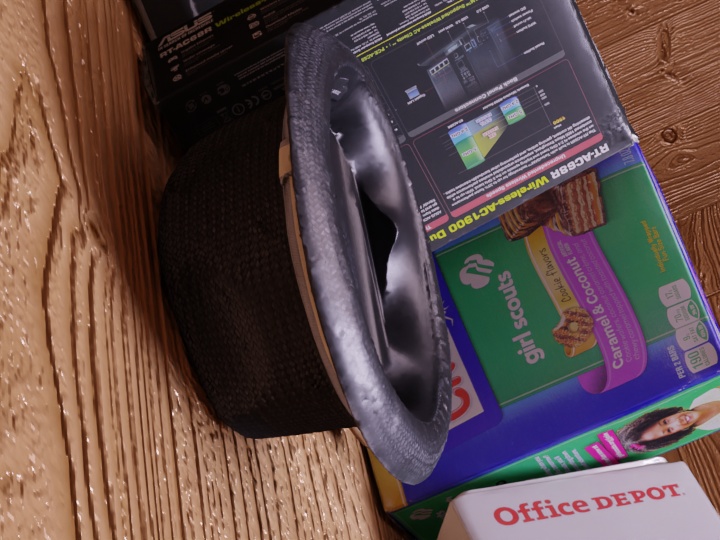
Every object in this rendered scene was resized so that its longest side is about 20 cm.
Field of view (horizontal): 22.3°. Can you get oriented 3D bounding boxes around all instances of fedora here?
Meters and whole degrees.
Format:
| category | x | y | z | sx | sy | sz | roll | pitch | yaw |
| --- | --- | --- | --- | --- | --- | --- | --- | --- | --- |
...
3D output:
| category | x | y | z | sx | sy | sz | roll | pitch | yaw |
| --- | --- | --- | --- | --- | --- | --- | --- | --- | --- |
| fedora | -0.028 | 0.000 | 0.782 | 0.200 | 0.091 | 0.203 | -16 | 90 | -75 |

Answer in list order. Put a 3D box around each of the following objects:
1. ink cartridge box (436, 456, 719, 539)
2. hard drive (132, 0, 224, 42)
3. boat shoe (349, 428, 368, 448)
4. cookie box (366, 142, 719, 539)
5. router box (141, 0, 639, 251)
| category | x | y | z | sx | sy | sz | roll | pitch | yaw |
| --- | --- | --- | --- | --- | --- | --- | --- | --- | --- |
| ink cartridge box | 0.136 | 0.202 | 0.916 | 0.201 | 0.145 | 0.085 | -118 | -148 | -42 |
| hard drive | -0.110 | -0.197 | 0.956 | 0.140 | 0.033 | 0.202 | -26 | 93 | -80 |
| boat shoe | 0.000 | 0.000 | 0.985 | 0.072 | 0.071 | 0.201 | 55 | 16 | -47 |
| cookie box | 0.092 | 0.038 | 1.021 | 0.075 | 0.199 | 0.172 | 49 | 20 | -54 |
| router box | 0.016 | -0.085 | 0.886 | 0.150 | 0.199 | 0.062 | 59 | 6 | -35 |
